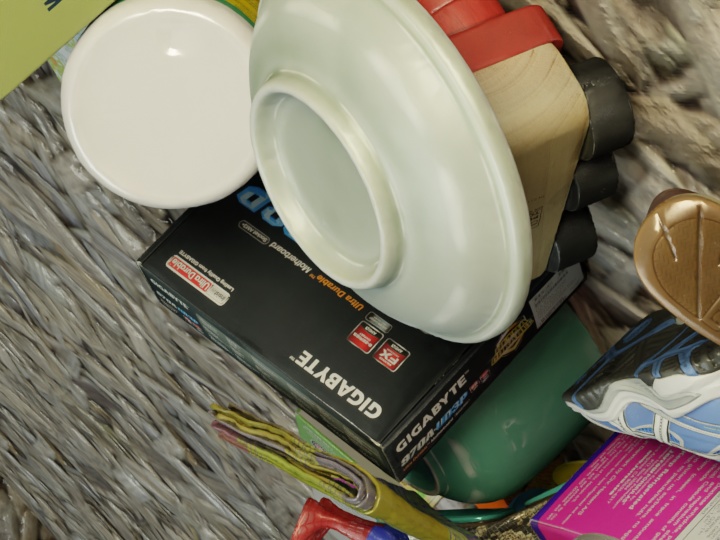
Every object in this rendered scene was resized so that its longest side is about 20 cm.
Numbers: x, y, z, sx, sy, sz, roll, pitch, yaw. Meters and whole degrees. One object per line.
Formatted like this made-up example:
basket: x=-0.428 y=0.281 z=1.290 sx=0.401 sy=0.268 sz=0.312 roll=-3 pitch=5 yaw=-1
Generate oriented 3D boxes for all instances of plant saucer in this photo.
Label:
plant saucer: x=-0.001 y=-0.048 z=1.215 sx=0.200 sy=0.050 sz=0.200 roll=43 pitch=149 yaw=33

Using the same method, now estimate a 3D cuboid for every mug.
mug: x=0.050 y=0.064 z=1.561 sx=0.152 sy=0.114 sz=0.185 roll=48 pitch=163 yaw=-5

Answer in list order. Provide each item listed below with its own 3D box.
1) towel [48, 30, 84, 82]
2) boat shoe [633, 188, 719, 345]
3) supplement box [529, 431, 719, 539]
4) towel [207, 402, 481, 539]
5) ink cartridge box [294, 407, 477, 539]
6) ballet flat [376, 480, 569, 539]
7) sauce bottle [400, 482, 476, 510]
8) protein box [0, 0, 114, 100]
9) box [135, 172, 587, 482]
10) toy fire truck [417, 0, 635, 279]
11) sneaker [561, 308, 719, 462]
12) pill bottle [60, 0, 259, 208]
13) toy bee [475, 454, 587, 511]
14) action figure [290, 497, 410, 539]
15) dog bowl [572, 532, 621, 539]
towel: x=-0.146 y=-0.144 z=1.600 sx=0.171 sy=0.048 sz=0.200 roll=27 pitch=153 yaw=48
boat shoe: x=0.208 y=0.034 z=1.228 sx=0.200 sy=0.072 sz=0.072 roll=39 pitch=-166 yaw=-5
supplement box: x=0.199 y=0.152 z=1.430 sx=0.101 sy=0.103 sz=0.200 roll=52 pitch=163 yaw=-21
towel: x=0.020 y=0.129 z=1.458 sx=0.200 sy=0.023 sz=0.144 roll=29 pitch=175 yaw=-43
ink cartridge box: x=0.024 y=0.160 z=1.923 sx=0.117 sy=0.067 sz=0.200 roll=39 pitch=161 yaw=23
ballet flat: x=0.100 y=0.163 z=1.579 sx=0.068 sy=0.200 sz=0.075 roll=1 pitch=-105 yaw=-65
sauce bottle: x=0.011 y=0.087 z=1.792 sx=0.200 sy=0.065 sz=0.065 roll=43 pitch=163 yaw=6
protein box: x=-0.184 y=-0.233 z=1.297 sx=0.135 sy=0.200 sz=0.199 roll=28 pitch=156 yaw=45
box: x=0.000 y=0.000 z=1.457 sx=0.200 sy=0.159 sz=0.046 roll=36 pitch=164 yaw=31
toy fire truck: x=0.023 y=-0.093 z=1.306 sx=0.200 sy=0.129 sz=0.176 roll=61 pitch=164 yaw=23
sneaker: x=0.167 y=0.067 z=1.357 sx=0.077 sy=0.076 sz=0.200 roll=48 pitch=167 yaw=-9
pill bottle: x=-0.091 y=-0.111 z=1.404 sx=0.113 sy=0.113 sz=0.200 roll=50 pitch=-166 yaw=-12
toy bee: x=0.129 y=0.173 z=1.670 sx=0.131 sy=0.109 sz=0.200 roll=-21 pitch=82 yaw=63
action figure: x=0.051 y=0.211 z=1.540 sx=0.200 sy=0.099 sz=0.065 roll=18 pitch=-178 yaw=14
dog bowl: x=0.163 y=0.219 z=1.400 sx=0.200 sy=0.059 sz=0.200 roll=40 pitch=162 yaw=16
